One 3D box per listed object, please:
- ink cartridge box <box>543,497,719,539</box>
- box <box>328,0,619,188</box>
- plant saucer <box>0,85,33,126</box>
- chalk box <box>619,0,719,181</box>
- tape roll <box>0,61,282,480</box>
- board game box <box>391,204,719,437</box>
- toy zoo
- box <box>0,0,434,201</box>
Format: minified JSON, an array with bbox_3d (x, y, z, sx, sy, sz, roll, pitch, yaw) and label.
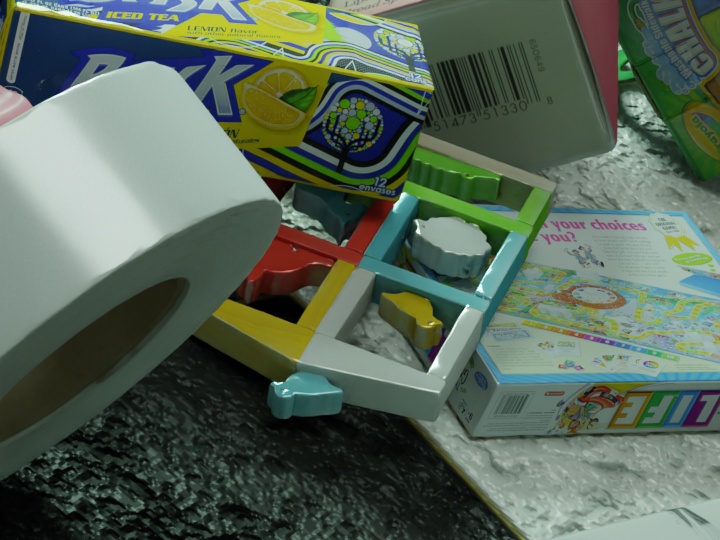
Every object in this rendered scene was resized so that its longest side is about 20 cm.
[{"bbox_3d":[0.149,0.174,1.188,0.199,0.085,0.146,-9,46,-40],"label":"ink cartridge box"},{"bbox_3d":[0.062,-0.142,1.508,0.127,0.109,0.200,-14,31,13],"label":"box"},{"bbox_3d":[-0.221,-0.043,1.161,0.199,0.051,0.201,-13,11,3],"label":"plant saucer"},{"bbox_3d":[0.222,-0.140,1.621,0.124,0.199,0.124,58,34,-11],"label":"chalk box"},{"bbox_3d":[-0.128,0.011,1.111,0.071,0.202,0.202,50,37,9],"label":"tape roll"},{"bbox_3d":[0.111,0.023,1.424,0.199,0.034,0.135,1,40,-34],"label":"board game box"},{"bbox_3d":[0.000,0.000,1.346,0.130,0.021,0.200,21,42,12],"label":"toy zoo"},{"bbox_3d":[-0.071,-0.092,1.344,0.198,0.065,0.070,10,30,-12],"label":"box"}]
